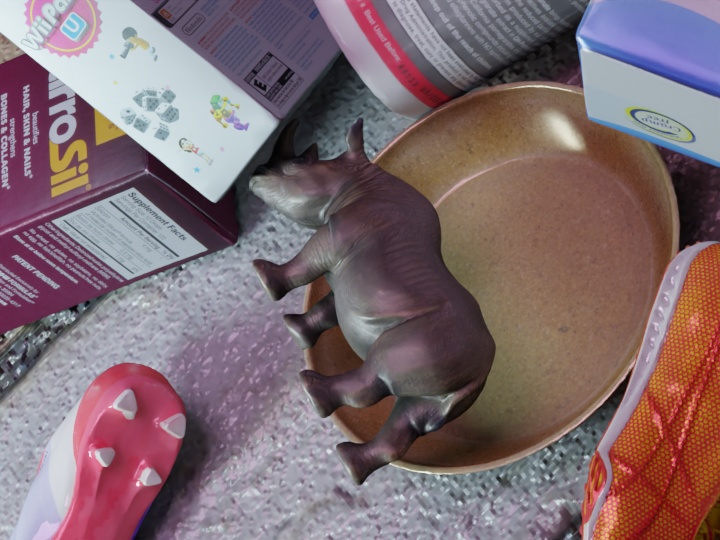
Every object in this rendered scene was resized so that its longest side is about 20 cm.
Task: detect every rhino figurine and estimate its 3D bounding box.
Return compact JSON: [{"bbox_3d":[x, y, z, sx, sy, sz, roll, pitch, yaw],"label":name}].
[{"bbox_3d":[0.000,0.000,1.217,0.087,0.060,0.200,-26,51,3],"label":"rhino figurine"}]

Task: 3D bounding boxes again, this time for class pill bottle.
[{"bbox_3d":[0.079,-0.167,1.268,0.200,0.111,0.111,-31,52,17],"label":"pill bottle"}]

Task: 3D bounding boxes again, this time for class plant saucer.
[{"bbox_3d":[0.066,0.008,1.232,0.200,0.035,0.201,-16,57,27],"label":"plant saucer"}]

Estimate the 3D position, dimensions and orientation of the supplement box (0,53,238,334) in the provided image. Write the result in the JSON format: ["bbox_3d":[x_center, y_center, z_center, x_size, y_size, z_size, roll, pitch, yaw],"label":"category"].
[{"bbox_3d":[-0.172,-0.045,1.386,0.199,0.086,0.111,-21,55,23],"label":"supplement box"}]

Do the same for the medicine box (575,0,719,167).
[{"bbox_3d":[0.214,-0.136,1.126,0.182,0.103,0.201,21,76,14],"label":"medicine box"}]

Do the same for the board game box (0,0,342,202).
[{"bbox_3d":[-0.109,-0.143,1.294,0.064,0.200,0.148,-50,2,31],"label":"board game box"}]

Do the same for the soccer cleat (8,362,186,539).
[{"bbox_3d":[-0.149,0.138,1.298,0.200,0.067,0.076,-62,19,-3],"label":"soccer cleat"}]

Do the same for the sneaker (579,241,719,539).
[{"bbox_3d":[0.145,0.080,1.119,0.077,0.073,0.201,13,76,27],"label":"sneaker"}]
